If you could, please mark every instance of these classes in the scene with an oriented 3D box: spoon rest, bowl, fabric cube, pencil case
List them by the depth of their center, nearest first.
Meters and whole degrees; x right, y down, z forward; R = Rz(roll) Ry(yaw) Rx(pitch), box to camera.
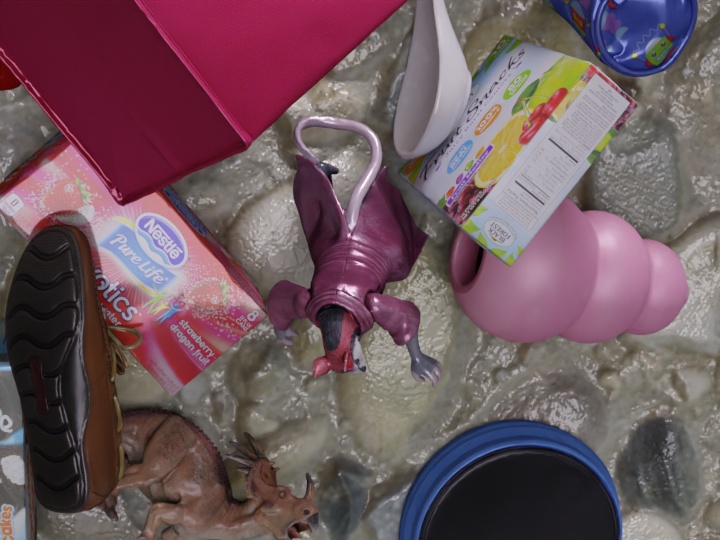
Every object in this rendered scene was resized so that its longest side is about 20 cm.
[{"bbox_3d":[-0.116,-0.191,0.892,0.196,0.200,0.199,52,59,-17],"label":"fabric cube"},{"bbox_3d":[0.170,-0.211,0.974,0.078,0.200,0.087,-37,122,7],"label":"pencil case"},{"bbox_3d":[0.063,-0.181,1.020,0.060,0.099,0.201,19,97,-17],"label":"spoon rest"},{"bbox_3d":[0.134,0.230,1.167,0.199,0.039,0.202,-3,105,-9],"label":"bowl"}]

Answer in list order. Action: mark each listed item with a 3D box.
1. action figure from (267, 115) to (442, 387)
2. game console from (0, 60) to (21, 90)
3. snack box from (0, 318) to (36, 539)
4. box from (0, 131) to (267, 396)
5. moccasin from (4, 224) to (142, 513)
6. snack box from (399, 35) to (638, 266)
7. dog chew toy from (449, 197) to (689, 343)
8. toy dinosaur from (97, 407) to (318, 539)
[{"bbox_3d":[0.000,0.000,0.999,0.133,0.200,0.149,4,128,3],"label":"action figure"},{"bbox_3d":[-0.341,-0.235,0.974,0.199,0.119,0.173,2,135,-10],"label":"game console"},{"bbox_3d":[-0.270,0.149,1.033,0.037,0.116,0.201,0,105,-10],"label":"snack box"},{"bbox_3d":[-0.172,-0.018,1.019,0.100,0.095,0.200,-39,107,1],"label":"box"},{"bbox_3d":[-0.200,0.068,0.956,0.073,0.078,0.202,-8,96,23],"label":"moccasin"},{"bbox_3d":[0.108,-0.095,0.994,0.053,0.200,0.142,37,96,-18],"label":"snack box"},{"bbox_3d":[0.174,0.003,1.078,0.199,0.125,0.125,10,102,-20],"label":"dog chew toy"},{"bbox_3d":[-0.137,0.161,1.083,0.136,0.086,0.200,-43,91,-8],"label":"toy dinosaur"}]
